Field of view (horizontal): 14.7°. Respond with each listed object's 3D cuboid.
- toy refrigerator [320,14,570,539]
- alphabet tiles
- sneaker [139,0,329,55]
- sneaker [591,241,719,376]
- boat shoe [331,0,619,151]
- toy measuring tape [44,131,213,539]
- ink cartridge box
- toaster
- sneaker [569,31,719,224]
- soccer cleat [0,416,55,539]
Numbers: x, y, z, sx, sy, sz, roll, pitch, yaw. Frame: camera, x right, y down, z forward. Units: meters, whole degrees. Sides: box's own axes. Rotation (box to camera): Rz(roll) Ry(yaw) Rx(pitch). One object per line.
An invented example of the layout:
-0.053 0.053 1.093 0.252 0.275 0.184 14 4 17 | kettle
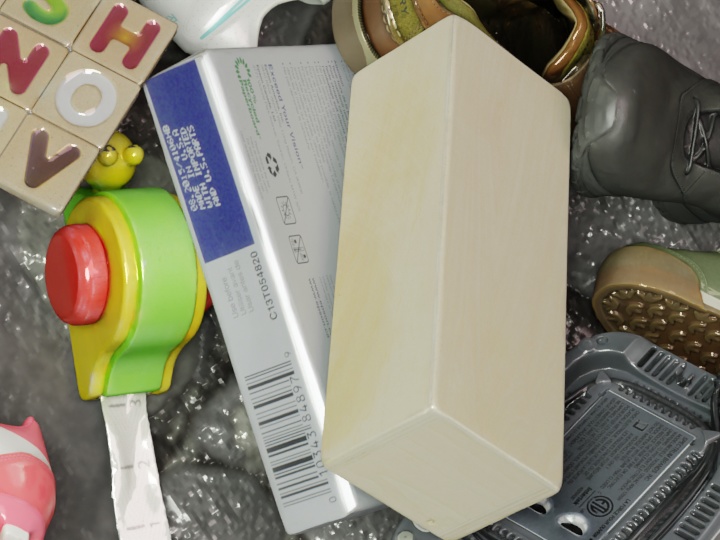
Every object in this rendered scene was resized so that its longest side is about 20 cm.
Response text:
0.035 0.002 1.144 0.076 0.070 0.201 33 45 -33 | toy refrigerator
-0.183 -0.106 1.126 0.199 0.008 0.168 27 64 6 | alphabet tiles
-0.022 -0.166 1.245 0.200 0.070 0.080 -42 104 -22 | sneaker
0.198 0.017 1.320 0.199 0.067 0.090 27 59 -21 | sneaker
0.080 -0.094 1.252 0.199 0.068 0.072 10 68 -45 | boat shoe
-0.087 0.037 1.152 0.073 0.073 0.201 -4 79 -29 | toy measuring tape
0.000 0.000 1.205 0.200 0.040 0.201 -10 81 -60 | ink cartridge box
0.102 0.122 1.186 0.113 0.130 0.200 27 56 30 | toaster
0.158 -0.058 1.248 0.200 0.090 0.077 8 92 -61 | sneaker
-0.213 0.066 1.089 0.199 0.067 0.077 19 38 -18 | soccer cleat
